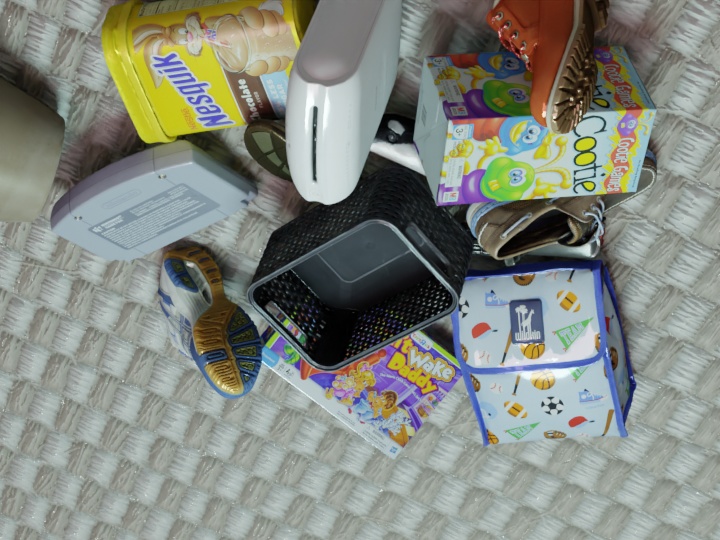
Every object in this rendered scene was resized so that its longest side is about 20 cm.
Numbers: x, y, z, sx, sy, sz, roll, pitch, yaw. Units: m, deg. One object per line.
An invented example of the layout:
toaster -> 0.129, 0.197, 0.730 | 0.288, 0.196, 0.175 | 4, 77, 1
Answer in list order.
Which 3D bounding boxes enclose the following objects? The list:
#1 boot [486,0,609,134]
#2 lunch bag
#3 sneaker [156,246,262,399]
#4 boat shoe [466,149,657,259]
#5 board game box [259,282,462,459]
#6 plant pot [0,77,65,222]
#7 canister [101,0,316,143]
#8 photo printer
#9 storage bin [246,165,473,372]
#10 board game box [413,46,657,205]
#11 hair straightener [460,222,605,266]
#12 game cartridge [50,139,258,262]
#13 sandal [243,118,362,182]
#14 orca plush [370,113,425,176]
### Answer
boot -> 0.164, -0.206, 1.460 | 0.107, 0.201, 0.075 | 1, 145, 19
lunch bag -> 0.193, 0.082, 1.702 | 0.169, 0.124, 0.201 | -5, 122, 17
sneaker -> -0.168, 0.070, 1.755 | 0.075, 0.200, 0.088 | -5, 141, -29
boat shoe -> 0.210, -0.059, 1.590 | 0.199, 0.073, 0.072 | -22, 141, 0
board game box -> -0.001, 0.096, 1.768 | 0.200, 0.045, 0.135 | 37, 95, -15
plant pot -> -0.407, -0.131, 1.662 | 0.173, 0.200, 0.200 | 17, 129, -19
canister -> -0.136, -0.209, 1.584 | 0.199, 0.087, 0.149 | -7, 132, 16
photo printer -> -0.016, -0.173, 1.471 | 0.069, 0.200, 0.167 | 13, 140, 9
storage bin -> 0.000, 0.000, 1.623 | 0.200, 0.094, 0.135 | -29, 116, 33
board game box -> 0.162, -0.138, 1.513 | 0.199, 0.103, 0.105 | -5, 133, -11
hair straightener -> 0.151, -0.036, 1.656 | 0.199, 0.077, 0.041 | 7, 112, 11
game cartridge -> -0.226, -0.073, 1.704 | 0.200, 0.041, 0.133 | -23, 152, 26
sandal -> -0.042, -0.115, 1.630 | 0.082, 0.055, 0.200 | 1, 161, 45
orca plush -> 0.095, -0.121, 1.611 | 0.199, 0.105, 0.071 | 24, 93, -9
